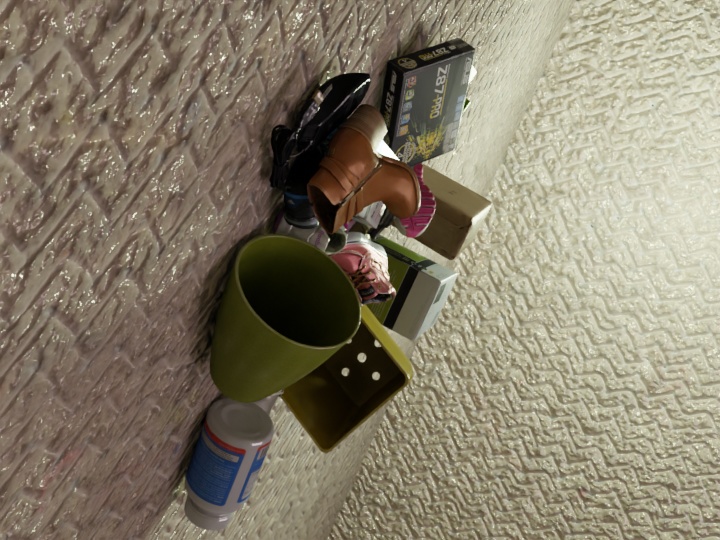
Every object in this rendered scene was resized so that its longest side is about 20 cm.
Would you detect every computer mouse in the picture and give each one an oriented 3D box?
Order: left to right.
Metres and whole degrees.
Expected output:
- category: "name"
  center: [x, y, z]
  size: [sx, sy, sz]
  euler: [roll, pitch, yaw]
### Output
- category: "computer mouse"
  center: [-0.057, -0.204, 1.257]
  size: [0.200, 0.046, 0.141]
  euler: [-49, 172, -20]

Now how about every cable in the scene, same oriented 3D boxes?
- category: "cable"
  center: [0.030, -0.094, 1.671]
  size: [0.098, 0.050, 0.200]
  euler: [-58, -179, 10]

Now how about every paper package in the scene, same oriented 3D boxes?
- category: "paper package"
  center: [0.154, -0.125, 2.040]
  size: [0.104, 0.189, 0.200]
  euler: [-63, 169, 21]

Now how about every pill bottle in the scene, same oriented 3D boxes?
- category: "pill bottle"
  center: [-0.217, 0.313, 1.588]
  size: [0.112, 0.111, 0.202]
  euler: [-40, 156, -62]

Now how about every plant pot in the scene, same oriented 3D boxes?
- category: "plant pot"
  center: [-0.127, 0.086, 1.364]
  size: [0.200, 0.187, 0.187]
  euler: [-52, 177, 38]
- category: "plant pot"
  center: [-0.024, 0.162, 1.715]
  size: [0.200, 0.201, 0.176]
  euler: [-42, 170, 14]

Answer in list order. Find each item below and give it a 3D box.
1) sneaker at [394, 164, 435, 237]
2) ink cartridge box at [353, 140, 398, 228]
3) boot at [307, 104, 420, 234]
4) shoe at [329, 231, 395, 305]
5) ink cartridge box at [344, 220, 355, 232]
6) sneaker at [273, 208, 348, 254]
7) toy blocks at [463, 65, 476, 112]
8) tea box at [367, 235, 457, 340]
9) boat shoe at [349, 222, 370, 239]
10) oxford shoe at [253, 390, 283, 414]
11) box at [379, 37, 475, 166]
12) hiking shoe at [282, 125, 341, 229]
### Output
- category: "sneaker"
  center: [0.080, -0.132, 1.818]
  size: [0.089, 0.080, 0.202]
  euler: [120, -26, -45]
- category: "ink cartridge box"
  center: [0.004, -0.141, 1.543]
  size: [0.117, 0.066, 0.200]
  euler: [-67, 161, -3]
- category: "boot"
  center: [0.001, -0.104, 1.351]
  size: [0.155, 0.073, 0.201]
  euler: [-58, 135, -29]
- category: "shoe"
  center: [0.000, 0.000, 1.624]
  size: [0.071, 0.092, 0.200]
  euler: [-24, 163, 20]
- category: "ink cartridge box"
  center: [-0.023, -0.108, 1.678]
  size: [0.200, 0.037, 0.095]
  euler: [-52, 165, -36]
- category: "sneaker"
  center: [-0.060, -0.052, 1.468]
  size: [0.076, 0.099, 0.200]
  euler: [-66, 170, 12]
- category: "toy blocks"
  center: [0.122, -0.320, 1.723]
  size: [0.201, 0.100, 0.137]
  euler: [-53, 156, 2]
- category: "tea box"
  center: [0.069, 0.028, 1.997]
  size: [0.135, 0.195, 0.200]
  euler: [-64, 168, 10]
- category: "boat shoe"
  center: [-0.048, -0.006, 1.716]
  size: [0.201, 0.073, 0.063]
  euler: [-52, 171, -14]
- category: "oxford shoe"
  center: [-0.146, 0.177, 1.622]
  size: [0.075, 0.057, 0.203]
  euler: [-13, 117, -67]
- category: "box"
  center: [0.101, -0.268, 1.638]
  size: [0.160, 0.049, 0.202]
  euler: [-26, 142, -34]
- category: "hiking shoe"
  center: [-0.045, -0.150, 1.376]
  size: [0.087, 0.074, 0.201]
  euler: [84, 26, -50]
